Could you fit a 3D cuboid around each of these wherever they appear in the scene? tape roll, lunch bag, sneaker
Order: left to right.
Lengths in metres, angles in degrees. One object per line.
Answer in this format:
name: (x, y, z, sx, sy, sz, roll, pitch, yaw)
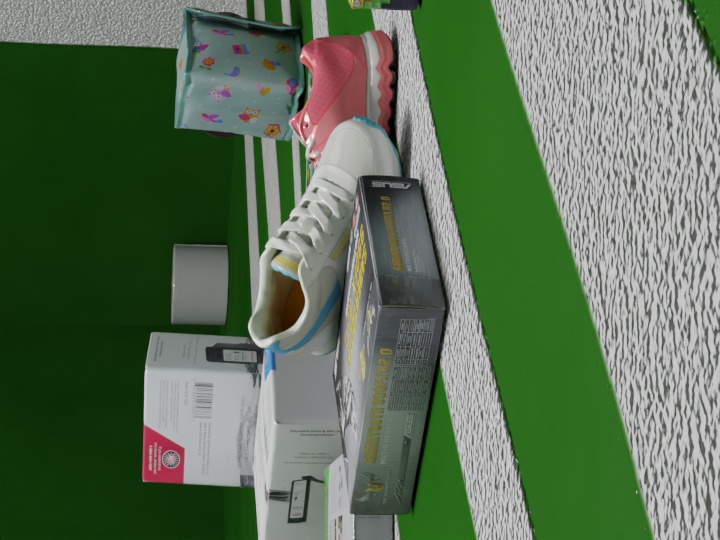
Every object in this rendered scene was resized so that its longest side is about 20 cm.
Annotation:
tape roll: (-0.408, 0.037, 3.840, 0.203, 0.138, 0.204, -179, 90, -82)
lunch bag: (-0.167, -0.285, 2.078, 0.122, 0.169, 0.201, 108, 165, -45)
sneaker: (-0.028, -0.024, 1.198, 0.081, 0.076, 0.201, 0, -69, -55)
sneaker: (-0.018, -0.102, 1.273, 0.074, 0.086, 0.202, 133, 138, -79)

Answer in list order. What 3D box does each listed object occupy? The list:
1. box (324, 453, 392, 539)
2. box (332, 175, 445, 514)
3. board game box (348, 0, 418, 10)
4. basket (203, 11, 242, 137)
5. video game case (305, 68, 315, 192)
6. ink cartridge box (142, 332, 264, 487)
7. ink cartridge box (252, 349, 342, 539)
box: (-0.004, 0.230, 1.294, 0.200, 0.036, 0.145, 127, 144, -74)
box: (0.017, 0.056, 1.126, 0.159, 0.048, 0.201, -98, 12, -52)
board game box: (0.018, -0.323, 1.177, 0.166, 0.056, 0.201, -106, 20, -60)
basket: (-0.269, -0.372, 2.987, 0.181, 0.135, 0.201, 112, 156, -53)
video game case: (-0.040, -0.146, 1.673, 0.182, 0.022, 0.201, -172, 83, -82)
ink cartridge box: (-0.132, 0.152, 1.640, 0.084, 0.199, 0.146, -95, 10, -63)
ink cartridge box: (-0.057, 0.167, 1.495, 0.146, 0.084, 0.201, -98, 12, -48)
